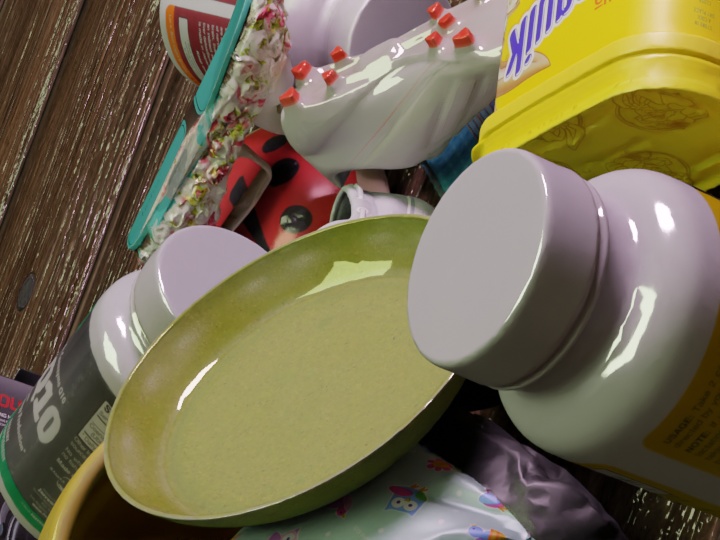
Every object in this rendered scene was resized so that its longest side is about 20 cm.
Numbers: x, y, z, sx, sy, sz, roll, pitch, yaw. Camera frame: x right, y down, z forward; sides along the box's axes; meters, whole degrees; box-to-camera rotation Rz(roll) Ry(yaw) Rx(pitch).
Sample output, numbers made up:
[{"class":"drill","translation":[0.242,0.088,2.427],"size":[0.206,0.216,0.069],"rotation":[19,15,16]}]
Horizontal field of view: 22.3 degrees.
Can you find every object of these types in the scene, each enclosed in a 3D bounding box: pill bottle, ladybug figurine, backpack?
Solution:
[{"class":"pill bottle","translation":[-0.033,-0.153,1.157],"size":[0.200,0.113,0.113],"rotation":[22,90,50]},{"class":"ladybug figurine","translation":[-0.043,-0.030,1.148],"size":[0.136,0.072,0.200],"rotation":[-60,29,15]},{"class":"pill bottle","translation":[0.120,0.028,0.682],"size":[0.111,0.199,0.112],"rotation":[-38,40,42]},{"class":"backpack","translation":[0.007,0.156,0.809],"size":[0.200,0.127,0.167],"rotation":[-38,21,-12]},{"class":"pill bottle","translation":[-0.121,0.071,1.047],"size":[0.200,0.113,0.113],"rotation":[-48,34,37]}]

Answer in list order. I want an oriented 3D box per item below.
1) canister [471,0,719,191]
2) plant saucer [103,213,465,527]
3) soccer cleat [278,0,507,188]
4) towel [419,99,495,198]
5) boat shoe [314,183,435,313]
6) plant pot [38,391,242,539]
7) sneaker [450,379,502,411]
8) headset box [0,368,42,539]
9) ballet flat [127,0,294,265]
[{"class":"canister","translation":[0.128,-0.136,0.853],"size":[0.148,0.086,0.201],"rotation":[-28,47,52]},{"class":"plant saucer","translation":[-0.025,0.050,0.843],"size":[0.199,0.031,0.200],"rotation":[-23,32,15]},{"class":"soccer cleat","translation":[0.045,-0.103,1.017],"size":[0.199,0.078,0.069],"rotation":[-17,33,33]},{"class":"towel","translation":[0.094,-0.077,0.994],"size":[0.147,0.022,0.200],"rotation":[-58,30,20]},{"class":"boat shoe","translation":[0.000,0.000,0.983],"size":[0.200,0.068,0.072],"rotation":[-74,4,-62]},{"class":"plant pot","translation":[-0.082,0.183,0.962],"size":[0.189,0.200,0.202],"rotation":[134,148,-64]},{"class":"sneaker","translation":[0.084,0.051,0.863],"size":[0.200,0.075,0.107],"rotation":[-37,44,50]},{"class":"headset box","translation":[-0.235,0.168,1.266],"size":[0.077,0.148,0.201],"rotation":[-28,47,50]},{"class":"ballet flat","translation":[-0.076,-0.082,1.091],"size":[0.076,0.064,0.201],"rotation":[-98,32,-61]}]
